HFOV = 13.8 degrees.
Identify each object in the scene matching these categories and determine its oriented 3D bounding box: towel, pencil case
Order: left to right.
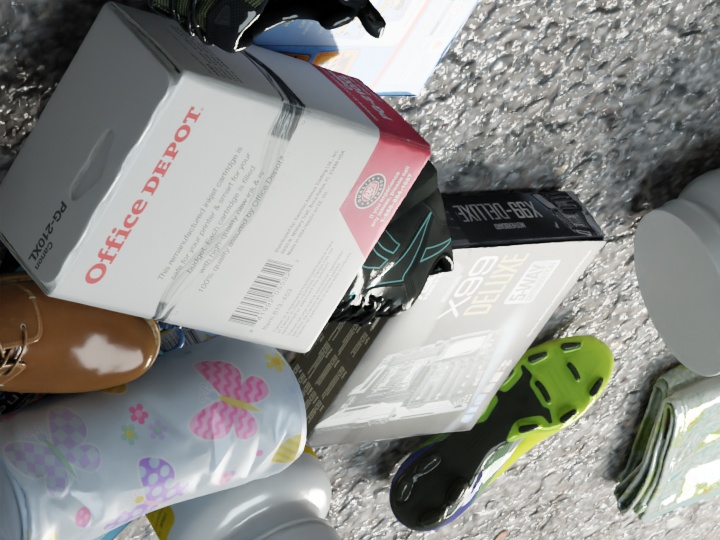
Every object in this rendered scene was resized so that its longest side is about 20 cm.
[{"bbox_3d":[-0.127,0.101,1.663,0.200,0.091,0.083,-22,-176,-31],"label":"pencil case"},{"bbox_3d":[0.305,0.118,2.380,0.200,0.048,0.171,-19,148,-24],"label":"towel"}]

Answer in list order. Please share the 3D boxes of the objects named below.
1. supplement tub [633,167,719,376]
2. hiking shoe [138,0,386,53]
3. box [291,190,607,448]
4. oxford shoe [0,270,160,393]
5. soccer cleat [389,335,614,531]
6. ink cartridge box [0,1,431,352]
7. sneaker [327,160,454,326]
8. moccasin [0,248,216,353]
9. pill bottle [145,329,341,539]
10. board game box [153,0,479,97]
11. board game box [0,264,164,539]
[{"bbox_3d":[0.307,-0.017,2.083,0.200,0.145,0.146,-21,148,-22],"label":"supplement tub"},{"bbox_3d":[-0.084,-0.159,1.499,0.200,0.101,0.076,1,133,-15],"label":"hiking shoe"},{"bbox_3d":[0.052,0.032,2.001,0.158,0.050,0.200,-4,139,-41],"label":"box"},{"bbox_3d":[-0.196,0.039,1.581,0.200,0.071,0.071,7,108,-25],"label":"oxford shoe"},{"bbox_3d":[0.100,0.114,2.180,0.200,0.065,0.084,-41,180,5],"label":"soccer cleat"},{"bbox_3d":[-0.082,-0.048,1.620,0.200,0.084,0.145,14,114,-46],"label":"ink cartridge box"},{"bbox_3d":[0.000,0.000,1.797,0.075,0.079,0.200,-12,-163,39],"label":"sneaker"},{"bbox_3d":[-0.130,0.000,1.767,0.200,0.081,0.068,21,126,-39],"label":"moccasin"},{"bbox_3d":[-0.087,0.124,1.849,0.111,0.200,0.111,-24,149,-15],"label":"pill bottle"},{"bbox_3d":[-0.014,-0.160,1.665,0.200,0.037,0.151,-4,139,-42],"label":"board game box"},{"bbox_3d":[-0.182,0.092,1.722,0.151,0.047,0.200,-44,146,2],"label":"board game box"}]
